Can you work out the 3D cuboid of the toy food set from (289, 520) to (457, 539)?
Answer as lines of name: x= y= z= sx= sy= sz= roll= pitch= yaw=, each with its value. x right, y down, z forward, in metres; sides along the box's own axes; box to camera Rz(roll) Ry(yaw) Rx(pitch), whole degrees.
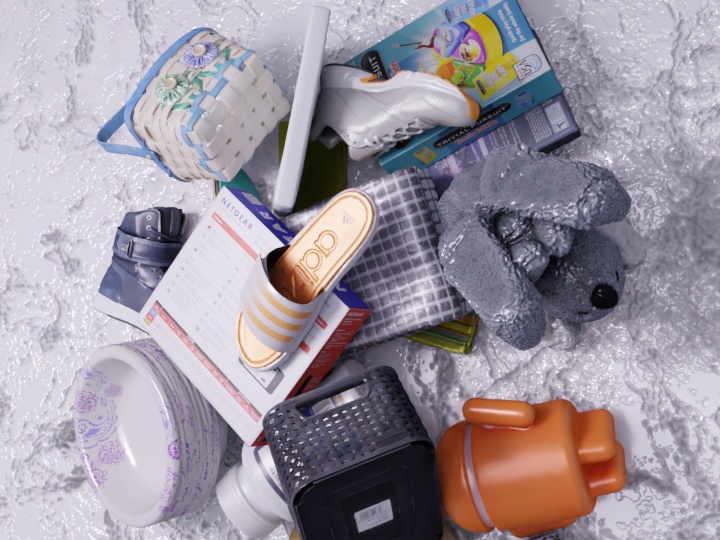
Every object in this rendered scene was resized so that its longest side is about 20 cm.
toy food set: x=0.021 y=0.332 z=1.091 sx=0.199 sy=0.049 sz=0.199 roll=-27 pitch=76 yaw=16

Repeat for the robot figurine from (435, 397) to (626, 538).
robot figurine: x=0.157 y=0.192 z=1.019 sx=0.199 sy=0.144 sz=0.117 roll=-16 pitch=62 yaw=19

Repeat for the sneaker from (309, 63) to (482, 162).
sneaker: x=0.032 y=-0.149 z=1.043 sx=0.199 sy=0.076 sz=0.093 roll=13 pitch=82 yaw=40

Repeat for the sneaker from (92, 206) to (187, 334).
sneaker: x=-0.213 y=0.006 z=1.200 sx=0.201 sy=0.077 sz=0.147 roll=20 pitch=94 yaw=23

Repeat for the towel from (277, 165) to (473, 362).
towel: x=0.000 y=0.000 z=1.070 sx=0.199 sy=0.085 sz=0.167 roll=-21 pitch=87 yaw=25

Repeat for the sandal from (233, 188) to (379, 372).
sandal: x=-0.066 y=0.004 z=0.969 sx=0.079 sy=0.059 sz=0.207 roll=44 pitch=107 yaw=24

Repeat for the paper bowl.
paper bowl: x=-0.225 y=0.175 z=1.149 sx=0.200 sy=0.104 sz=0.202 roll=8 pitch=101 yaw=45

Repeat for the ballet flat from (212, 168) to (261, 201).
ballet flat: x=-0.135 y=-0.026 z=1.179 sx=0.067 sy=0.068 sz=0.201 roll=-42 pitch=60 yaw=38

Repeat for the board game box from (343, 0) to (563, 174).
board game box: x=0.094 y=-0.206 z=1.099 sx=0.199 sy=0.047 sz=0.152 roll=-28 pitch=57 yaw=15

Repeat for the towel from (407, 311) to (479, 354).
towel: x=0.099 y=-0.017 z=1.108 sx=0.086 sy=0.018 sz=0.201 roll=14 pitch=89 yaw=21

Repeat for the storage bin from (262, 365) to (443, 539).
storage bin: x=-0.003 y=0.200 z=0.979 sx=0.134 sy=0.201 sz=0.094 roll=-20 pitch=49 yaw=-10

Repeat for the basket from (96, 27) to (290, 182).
basket: x=-0.191 y=-0.192 z=1.175 sx=0.199 sy=0.139 sz=0.177 roll=14 pitch=61 yaw=43

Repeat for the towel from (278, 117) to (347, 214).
towel: x=-0.057 y=-0.077 z=1.182 sx=0.085 sy=0.018 sz=0.202 roll=-3 pitch=83 yaw=20

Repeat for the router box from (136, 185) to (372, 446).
router box: x=-0.113 y=0.046 z=1.055 sx=0.200 sy=0.049 sz=0.180 roll=44 pitch=107 yaw=24

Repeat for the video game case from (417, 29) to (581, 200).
video game case: x=0.119 y=-0.155 z=1.102 sx=0.199 sy=0.019 sz=0.144 roll=-27 pitch=58 yaw=17

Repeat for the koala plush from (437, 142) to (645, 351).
koala plush: x=0.188 y=-0.014 z=1.000 sx=0.178 sy=0.199 sz=0.184 roll=-57 pitch=39 yaw=7

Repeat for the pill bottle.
pill bottle: x=-0.055 y=0.196 z=1.101 sx=0.200 sy=0.111 sz=0.111 roll=-40 pitch=72 yaw=13

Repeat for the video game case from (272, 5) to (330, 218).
video game case: x=-0.065 y=-0.159 z=1.097 sx=0.024 sy=0.182 sz=0.201 roll=11 pitch=88 yaw=-5

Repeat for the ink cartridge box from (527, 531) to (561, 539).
ink cartridge box: x=0.178 y=0.370 z=1.007 sx=0.108 sy=0.050 sz=0.201 roll=-19 pitch=77 yaw=-7
